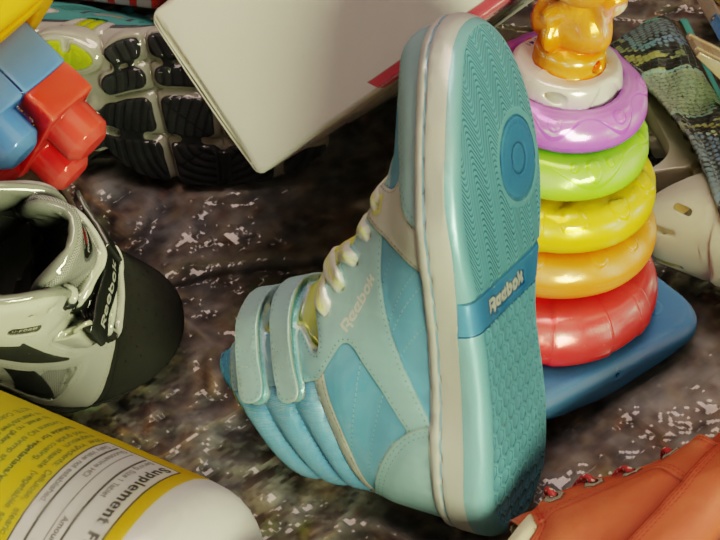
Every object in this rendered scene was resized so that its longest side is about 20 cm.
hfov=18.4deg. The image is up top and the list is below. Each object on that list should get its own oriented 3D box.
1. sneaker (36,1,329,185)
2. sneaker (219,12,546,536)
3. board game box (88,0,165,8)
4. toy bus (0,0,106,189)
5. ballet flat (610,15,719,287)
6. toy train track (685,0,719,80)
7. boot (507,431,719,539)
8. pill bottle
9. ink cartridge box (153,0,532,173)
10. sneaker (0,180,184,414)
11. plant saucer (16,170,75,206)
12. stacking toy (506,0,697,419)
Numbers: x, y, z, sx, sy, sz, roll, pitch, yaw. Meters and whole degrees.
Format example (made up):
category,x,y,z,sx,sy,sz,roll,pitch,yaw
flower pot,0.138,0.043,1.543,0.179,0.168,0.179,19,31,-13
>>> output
category,x,y,z,sx,sy,sz,roll,pitch,yaw
sneaker,-0.104,-0.097,1.047,0.198,0.078,0.080,13,33,14
sneaker,0.000,0.000,0.854,0.129,0.202,0.079,7,18,29
board game box,-0.140,-0.199,1.138,0.150,0.047,0.200,9,31,13
toy bus,-0.202,-0.095,0.957,0.192,0.200,0.136,45,55,-3
ballet flat,0.145,-0.037,0.972,0.073,0.075,0.201,-11,38,-8
toy train track,0.189,-0.092,1.007,0.033,0.115,0.200,-43,24,17
boot,0.115,0.092,0.834,0.107,0.075,0.200,19,49,29
pill bottle,-0.106,0.114,0.794,0.199,0.113,0.113,21,49,23
ink cartridge box,0.021,-0.131,0.961,0.146,0.083,0.200,-34,2,25
sneaker,-0.124,0.007,0.865,0.088,0.199,0.075,-19,71,34
plant saucer,-0.217,0.010,0.967,0.198,0.035,0.201,-2,45,2
stacking toy,0.077,-0.052,0.886,0.115,0.201,0.110,-24,47,-32
